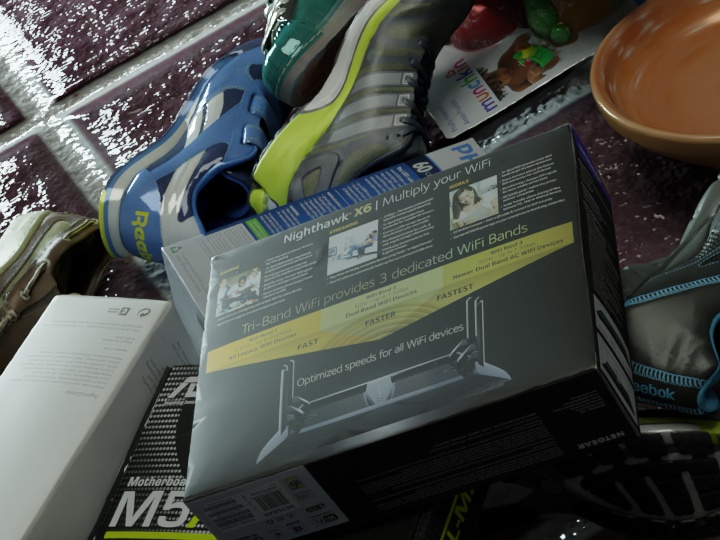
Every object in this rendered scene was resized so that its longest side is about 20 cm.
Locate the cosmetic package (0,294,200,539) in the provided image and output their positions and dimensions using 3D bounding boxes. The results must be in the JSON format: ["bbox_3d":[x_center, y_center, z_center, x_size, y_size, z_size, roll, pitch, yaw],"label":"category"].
[{"bbox_3d":[-0.155,0.119,0.924,0.085,0.108,0.200,3,43,29],"label":"cosmetic package"}]

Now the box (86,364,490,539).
[{"bbox_3d":[-0.043,0.130,0.835,0.200,0.048,0.193,-3,52,35],"label":"box"}]

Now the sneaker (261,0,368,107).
[{"bbox_3d":[-0.038,-0.179,1.175,0.080,0.071,0.200,28,38,0],"label":"sneaker"}]

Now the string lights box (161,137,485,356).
[{"bbox_3d":[0.000,0.000,0.997,0.200,0.059,0.103,-20,37,-14],"label":"string lights box"}]

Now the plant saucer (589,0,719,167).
[{"bbox_3d":[0.233,-0.119,1.012,0.200,0.038,0.200,-14,34,9],"label":"plant saucer"}]

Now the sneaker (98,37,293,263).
[{"bbox_3d":[-0.085,-0.074,1.148,0.082,0.074,0.200,13,52,31],"label":"sneaker"}]

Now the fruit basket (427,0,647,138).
[{"bbox_3d":[0.111,-0.188,1.168,0.200,0.094,0.185,-27,38,0],"label":"fruit basket"}]

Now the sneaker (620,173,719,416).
[{"bbox_3d":[0.188,0.009,0.861,0.082,0.073,0.200,21,48,39],"label":"sneaker"}]

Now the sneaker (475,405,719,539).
[{"bbox_3d":[0.113,0.080,0.868,0.200,0.074,0.081,-1,40,24],"label":"sneaker"}]

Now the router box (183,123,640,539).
[{"bbox_3d":[0.021,0.032,0.808,0.200,0.052,0.157,-20,41,20],"label":"router box"}]

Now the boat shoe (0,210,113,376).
[{"bbox_3d":[-0.201,0.030,1.081,0.075,0.075,0.203,-2,42,15],"label":"boat shoe"}]

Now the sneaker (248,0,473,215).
[{"bbox_3d":[0.018,-0.098,1.097,0.081,0.074,0.200,31,86,28],"label":"sneaker"}]
